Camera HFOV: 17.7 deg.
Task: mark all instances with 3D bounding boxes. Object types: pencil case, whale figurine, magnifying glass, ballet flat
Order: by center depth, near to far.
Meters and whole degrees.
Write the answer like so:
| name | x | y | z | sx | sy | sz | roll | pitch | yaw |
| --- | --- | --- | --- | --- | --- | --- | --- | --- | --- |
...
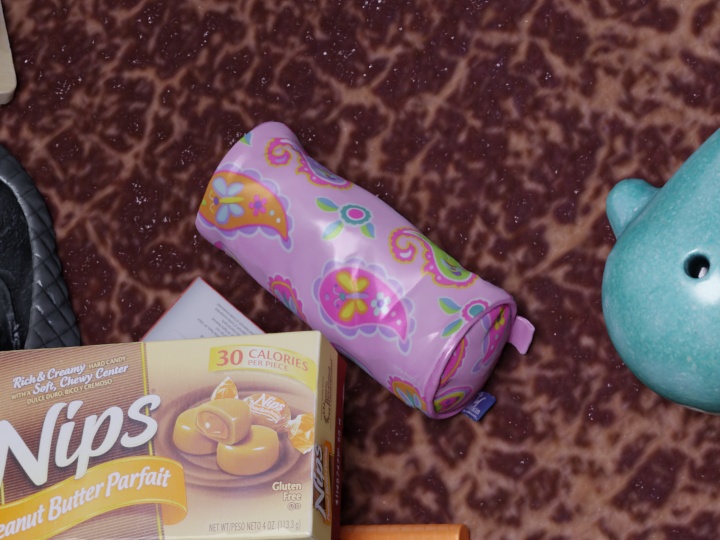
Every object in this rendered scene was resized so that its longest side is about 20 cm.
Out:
| name | x | y | z | sx | sy | sz | roll | pitch | yaw |
| --- | --- | --- | --- | --- | --- | --- | --- | --- | --- |
| whale figurine | 0.199 | -0.026 | 1.214 | 0.158 | 0.104 | 0.201 | 16 | 84 | 26 |
| pencil case | 0.000 | 0.000 | 1.307 | 0.200 | 0.087 | 0.088 | 37 | 93 | 25 |
| magnifying glass | -0.034 | 0.158 | 1.318 | 0.199 | 0.022 | 0.080 | -4 | 75 | 24 |
| ballet flat | -0.219 | -0.008 | 1.413 | 0.066 | 0.057 | 0.201 | -30 | 68 | 13 |

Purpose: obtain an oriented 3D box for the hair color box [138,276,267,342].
| name | x | y | z | sx | sy | sz | roll | pitch | yaw |
| --- | --- | --- | --- | --- | --- | --- | --- | --- | --- |
| hair color box | -0.117 | 0.114 | 1.317 | 0.101 | 0.061 | 0.200 | 39 | 82 | 29 |

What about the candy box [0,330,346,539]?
| name | x | y | z | sx | sy | sz | roll | pitch | yaw |
| --- | --- | --- | --- | --- | --- | --- | --- | --- | --- |
| candy box | -0.110 | 0.100 | 1.254 | 0.199 | 0.055 | 0.116 | -5 | 65 | 17 |

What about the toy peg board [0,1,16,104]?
| name | x | y | z | sx | sy | sz | roll | pitch | yaw |
| --- | --- | --- | --- | --- | --- | --- | --- | --- | --- |
| toy peg board | -0.323 | -0.202 | 1.427 | 0.199 | 0.098 | 0.200 | -8 | 71 | -17 |
